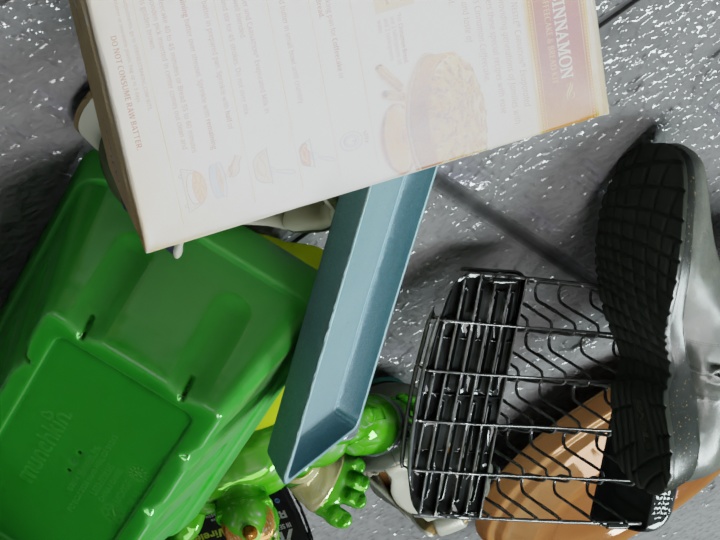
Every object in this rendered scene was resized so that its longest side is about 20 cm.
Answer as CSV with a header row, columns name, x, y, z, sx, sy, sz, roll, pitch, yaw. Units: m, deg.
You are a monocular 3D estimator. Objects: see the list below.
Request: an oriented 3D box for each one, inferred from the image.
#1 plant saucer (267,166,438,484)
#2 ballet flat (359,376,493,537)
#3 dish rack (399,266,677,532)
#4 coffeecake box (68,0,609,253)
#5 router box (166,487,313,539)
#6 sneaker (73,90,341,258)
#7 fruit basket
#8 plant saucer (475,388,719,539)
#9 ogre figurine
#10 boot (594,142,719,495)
name,x,y,z,sx,sy,sz,roll,pitch,yaw
plant saucer,0.000,0.000,1.323,0.070,0.019,0.200,-35,149,-53
ballet flat,0.036,0.121,1.714,0.067,0.064,0.200,-25,154,8
dish rack,0.102,0.069,1.623,0.200,0.055,0.154,5,98,-35
coffeecake box,-0.012,-0.113,1.180,0.199,0.073,0.154,-17,126,-8
router box,-0.136,0.193,1.687,0.200,0.062,0.150,-15,152,-21
sneaker,-0.021,-0.055,1.328,0.200,0.090,0.067,-13,149,-25
fruit basket,-0.090,0.033,1.411,0.216,0.155,0.216,-58,-177,6
plant saucer,0.164,0.122,1.838,0.200,0.038,0.200,-26,156,-13
ogre figurine,-0.068,0.104,1.567,0.199,0.098,0.120,-1,168,6
boot,0.197,0.017,1.605,0.130,0.068,0.201,-15,112,-33
